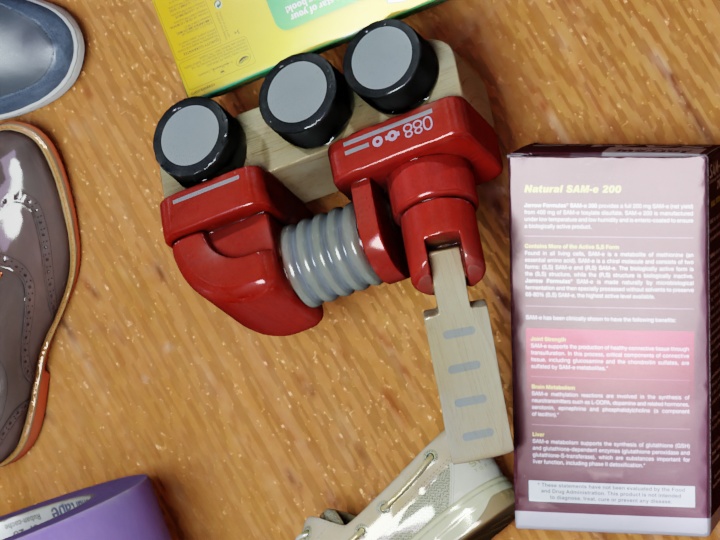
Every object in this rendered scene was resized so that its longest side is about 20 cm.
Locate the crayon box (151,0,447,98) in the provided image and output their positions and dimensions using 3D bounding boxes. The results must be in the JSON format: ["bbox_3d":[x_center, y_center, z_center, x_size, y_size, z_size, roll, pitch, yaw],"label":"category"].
[{"bbox_3d":[-0.019,-0.181,1.483,0.199,0.058,0.119,-21,92,18],"label":"crayon box"}]

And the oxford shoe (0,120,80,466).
[{"bbox_3d":[-0.204,0.018,1.556,0.071,0.073,0.201,7,99,16],"label":"oxford shoe"}]

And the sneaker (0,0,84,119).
[{"bbox_3d":[-0.264,-0.117,1.519,0.201,0.146,0.078,2,97,14],"label":"sneaker"}]

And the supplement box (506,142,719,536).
[{"bbox_3d":[0.136,0.035,1.467,0.108,0.061,0.201,2,99,16],"label":"supplement box"}]

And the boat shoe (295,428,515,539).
[{"bbox_3d":[-0.003,0.160,1.523,0.200,0.072,0.065,-39,76,16],"label":"boat shoe"}]

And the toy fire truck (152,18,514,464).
[{"bbox_3d":[0.000,0.000,1.455,0.175,0.129,0.201,-20,63,17],"label":"toy fire truck"}]

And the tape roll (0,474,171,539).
[{"bbox_3d":[-0.194,0.184,1.510,0.199,0.200,0.085,-20,91,18],"label":"tape roll"}]
